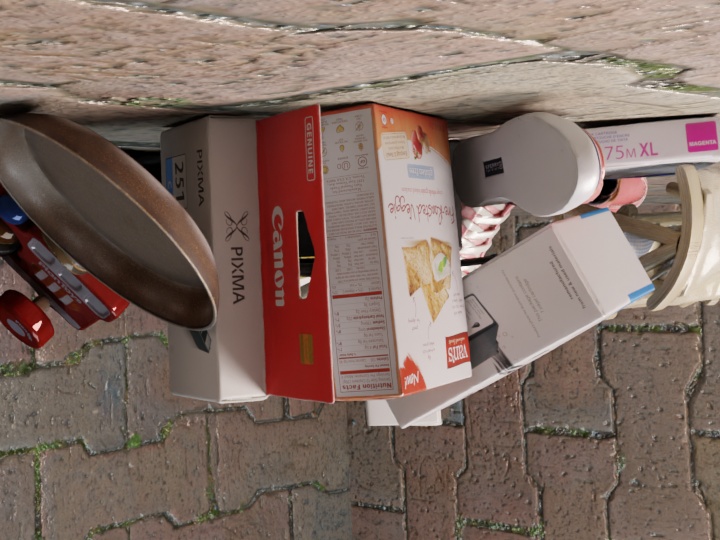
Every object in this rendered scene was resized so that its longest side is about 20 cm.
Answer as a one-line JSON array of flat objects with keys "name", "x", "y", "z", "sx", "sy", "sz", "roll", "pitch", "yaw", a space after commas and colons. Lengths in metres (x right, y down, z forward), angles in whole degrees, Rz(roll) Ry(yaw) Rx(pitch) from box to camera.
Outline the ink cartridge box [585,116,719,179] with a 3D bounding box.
[{"name": "ink cartridge box", "x": 0.253, "y": -0.105, "z": 1.121, "sx": 0.119, "sy": 0.042, "sz": 0.200, "roll": -4, "pitch": 178, "yaw": 9}]

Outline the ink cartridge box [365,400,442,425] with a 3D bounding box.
[{"name": "ink cartridge box", "x": 0.042, "y": 0.066, "z": 1.396, "sx": 0.083, "sy": 0.200, "sz": 0.145, "roll": -4, "pitch": -179, "yaw": 3}]

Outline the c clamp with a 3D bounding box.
[{"name": "c clamp", "x": 0.000, "y": 0.000, "z": 1.107, "sx": 0.171, "sy": 0.027, "sz": 0.200, "roll": -2, "pitch": -178, "yaw": -24}]

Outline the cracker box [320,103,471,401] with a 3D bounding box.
[{"name": "cracker box", "x": 0.024, "y": -0.013, "z": 0.906, "sx": 0.058, "sy": 0.200, "sz": 0.134, "roll": -5, "pitch": 180, "yaw": 25}]

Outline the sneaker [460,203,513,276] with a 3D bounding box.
[{"name": "sneaker", "x": 0.104, "y": -0.034, "z": 1.178, "sx": 0.075, "sy": 0.105, "sz": 0.200, "roll": 16, "pitch": 141, "yaw": -36}]

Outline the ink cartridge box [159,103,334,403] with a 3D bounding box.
[{"name": "ink cartridge box", "x": -0.085, "y": -0.008, "z": 0.876, "sx": 0.045, "sy": 0.200, "sz": 0.176, "roll": -3, "pitch": 180, "yaw": -31}]

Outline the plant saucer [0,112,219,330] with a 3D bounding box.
[{"name": "plant saucer", "x": -0.167, "y": -0.037, "z": 0.839, "sx": 0.032, "sy": 0.200, "sz": 0.200, "roll": -52, "pitch": -155, "yaw": -23}]

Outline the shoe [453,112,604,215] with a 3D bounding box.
[{"name": "shoe", "x": 0.148, "y": -0.081, "z": 0.932, "sx": 0.091, "sy": 0.072, "sz": 0.200, "roll": -8, "pitch": -176, "yaw": -18}]

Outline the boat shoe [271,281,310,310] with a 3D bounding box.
[{"name": "boat shoe", "x": -0.026, "y": 0.039, "z": 0.966, "sx": 0.073, "sy": 0.062, "sz": 0.200, "roll": -24, "pitch": 177, "yaw": 0}]

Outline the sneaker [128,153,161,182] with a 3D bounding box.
[{"name": "sneaker", "x": -0.173, "y": -0.072, "z": 1.164, "sx": 0.087, "sy": 0.076, "sz": 0.200, "roll": -10, "pitch": 176, "yaw": 40}]

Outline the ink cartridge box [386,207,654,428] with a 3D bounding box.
[{"name": "ink cartridge box", "x": 0.118, "y": 0.037, "z": 1.022, "sx": 0.200, "sy": 0.086, "sz": 0.146, "roll": -35, "pitch": 171, "yaw": 28}]

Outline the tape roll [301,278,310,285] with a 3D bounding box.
[{"name": "tape roll", "x": -0.128, "y": -0.033, "z": 1.357, "sx": 0.202, "sy": 0.071, "sz": 0.202, "roll": 25, "pitch": 172, "yaw": 4}]

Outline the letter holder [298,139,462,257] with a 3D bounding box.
[{"name": "letter holder", "x": -0.030, "y": -0.064, "z": 1.116, "sx": 0.200, "sy": 0.101, "sz": 0.142, "roll": -3, "pitch": -178, "yaw": -38}]

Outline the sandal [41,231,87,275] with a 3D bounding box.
[{"name": "sandal", "x": -0.239, "y": -0.056, "z": 1.200, "sx": 0.055, "sy": 0.082, "sz": 0.200, "roll": -38, "pitch": -176, "yaw": 20}]

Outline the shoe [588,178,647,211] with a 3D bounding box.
[{"name": "shoe", "x": 0.256, "y": -0.091, "z": 1.353, "sx": 0.200, "sy": 0.072, "sz": 0.091, "roll": 3, "pitch": -177, "yaw": -33}]

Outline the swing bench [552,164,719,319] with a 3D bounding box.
[{"name": "swing bench", "x": 0.302, "y": -0.026, "z": 1.164, "sx": 0.199, "sy": 0.130, "sz": 0.200, "roll": -5, "pitch": 179, "yaw": -33}]

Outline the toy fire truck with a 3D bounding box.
[{"name": "toy fire truck", "x": -0.320, "y": -0.022, "z": 1.236, "sx": 0.112, "sy": 0.200, "sz": 0.168, "roll": -47, "pitch": -168, "yaw": -27}]
